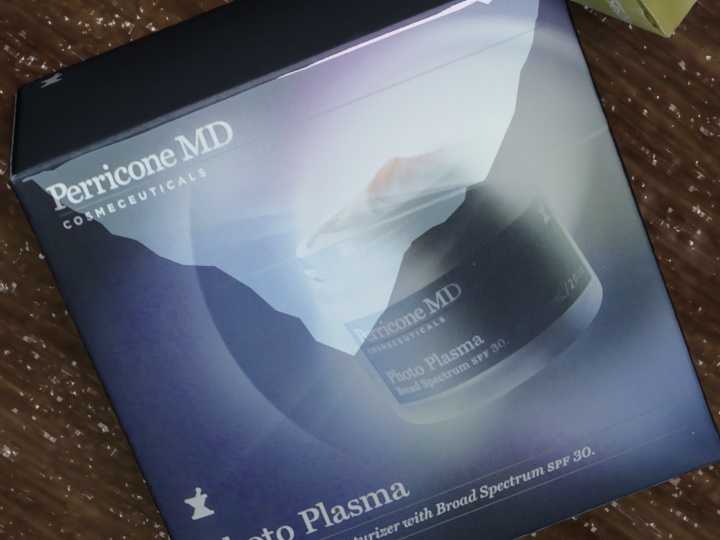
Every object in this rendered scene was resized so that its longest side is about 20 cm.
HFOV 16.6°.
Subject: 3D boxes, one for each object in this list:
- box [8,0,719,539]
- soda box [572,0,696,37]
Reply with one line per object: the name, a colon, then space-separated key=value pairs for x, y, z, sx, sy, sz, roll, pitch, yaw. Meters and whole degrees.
box: x=0.000 y=0.000 z=0.899 sx=0.200 sy=0.123 sz=0.199 roll=-22 pitch=109 yaw=1
soda box: x=0.119 y=-0.174 z=0.777 sx=0.200 sy=0.068 sz=0.064 roll=-53 pitch=134 yaw=-8
